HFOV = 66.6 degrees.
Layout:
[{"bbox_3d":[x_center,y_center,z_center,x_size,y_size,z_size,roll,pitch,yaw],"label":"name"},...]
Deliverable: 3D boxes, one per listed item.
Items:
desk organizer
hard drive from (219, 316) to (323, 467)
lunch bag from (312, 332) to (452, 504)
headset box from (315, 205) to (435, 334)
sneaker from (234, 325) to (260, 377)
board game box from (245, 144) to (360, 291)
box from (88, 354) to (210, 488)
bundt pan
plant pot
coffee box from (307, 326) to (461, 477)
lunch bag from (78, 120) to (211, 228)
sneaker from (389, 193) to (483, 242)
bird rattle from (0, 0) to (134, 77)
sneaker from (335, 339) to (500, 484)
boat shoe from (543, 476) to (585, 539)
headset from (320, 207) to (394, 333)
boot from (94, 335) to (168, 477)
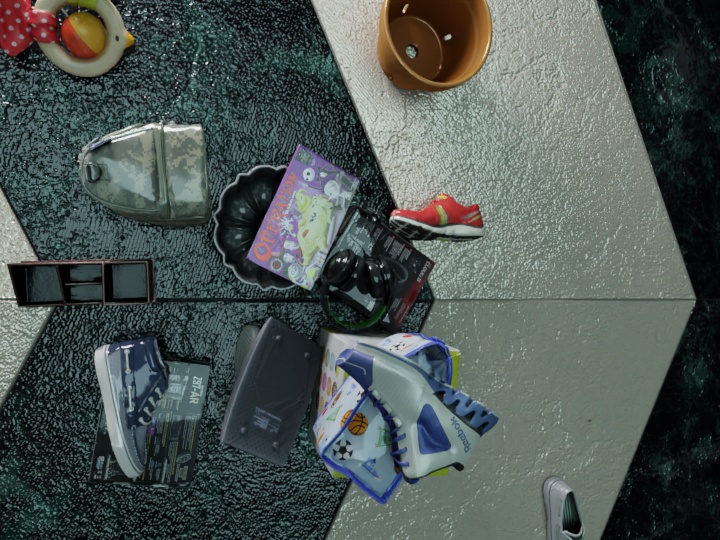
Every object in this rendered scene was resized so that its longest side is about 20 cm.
[{"bbox_3d":[-0.423,0.020,0.844,0.195,0.077,0.074,-2,92,-17],"label":"desk organizer"},{"bbox_3d":[-0.143,0.194,0.881,0.134,0.042,0.204,35,62,-33],"label":"hard drive"},{"bbox_3d":[0.038,0.176,0.734,0.123,0.170,0.202,36,81,-7],"label":"lunch bag"},{"bbox_3d":[0.027,0.005,0.980,0.198,0.077,0.151,33,83,-16],"label":"headset box"},{"bbox_3d":[-0.161,0.193,0.943,0.081,0.073,0.206,-5,88,-46],"label":"sneaker"},{"bbox_3d":[-0.091,-0.084,0.890,0.118,0.032,0.204,25,84,-12],"label":"board game box"},{"bbox_3d":[-0.339,0.241,0.892,0.156,0.043,0.205,9,89,-17],"label":"box"},{"bbox_3d":[-0.150,-0.071,0.924,0.197,0.076,0.208,-1,92,-17],"label":"bundt pan"},{"bbox_3d":[0.113,-0.405,0.963,0.195,0.140,0.206,0,91,-16],"label":"plant pot"},{"bbox_3d":[0.033,0.213,0.924,0.195,0.197,0.205,6,90,-16],"label":"coffee box"},{"bbox_3d":[-0.311,-0.135,0.811,0.164,0.199,0.143,-7,93,-17],"label":"lunch bag"},{"bbox_3d":[0.140,-0.102,1.023,0.195,0.077,0.087,3,79,-24],"label":"sneaker"},{"bbox_3d":[-0.439,-0.372,0.822,0.199,0.112,0.164,-42,118,-9],"label":"bird rattle"},{"bbox_3d":[0.052,0.166,0.612,0.197,0.081,0.117,30,80,-5],"label":"sneaker"},{"bbox_3d":[0.422,0.530,1.119,0.072,0.067,0.205,-20,97,-15],"label":"boat shoe"},{"bbox_3d":[0.000,0.000,0.909,0.121,0.094,0.205,11,104,-20],"label":"headset"},{"bbox_3d":[-0.332,0.205,0.831,0.088,0.073,0.205,-13,94,-9],"label":"boot"}]
